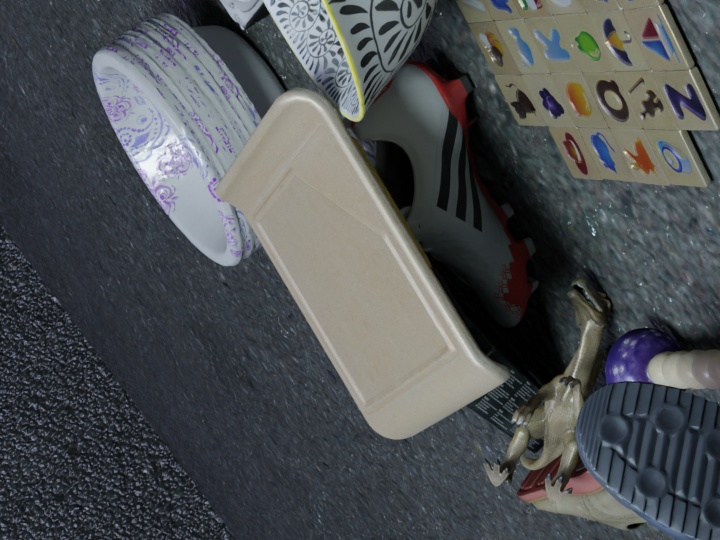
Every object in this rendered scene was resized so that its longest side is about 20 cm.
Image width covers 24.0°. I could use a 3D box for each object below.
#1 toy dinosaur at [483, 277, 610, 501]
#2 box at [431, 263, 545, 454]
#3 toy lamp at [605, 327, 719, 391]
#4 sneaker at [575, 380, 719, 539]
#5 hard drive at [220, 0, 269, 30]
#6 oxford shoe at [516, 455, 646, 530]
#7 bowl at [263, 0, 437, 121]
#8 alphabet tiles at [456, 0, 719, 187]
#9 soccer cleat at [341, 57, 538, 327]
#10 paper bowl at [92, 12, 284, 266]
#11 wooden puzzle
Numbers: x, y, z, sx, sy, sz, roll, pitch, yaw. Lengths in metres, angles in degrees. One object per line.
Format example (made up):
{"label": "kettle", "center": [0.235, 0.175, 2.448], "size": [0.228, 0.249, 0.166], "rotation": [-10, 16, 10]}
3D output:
{"label": "toy dinosaur", "center": [0.125, 0.097, 1.059], "size": [0.058, 0.101, 0.201], "rotation": [28, 140, 15]}
{"label": "box", "center": [0.045, 0.025, 1.143], "size": [0.193, 0.048, 0.200], "rotation": [46, -177, 28]}
{"label": "toy lamp", "center": [0.187, 0.050, 0.873], "size": [0.059, 0.058, 0.200], "rotation": [57, 163, -5]}
{"label": "sneaker", "center": [0.194, 0.117, 0.842], "size": [0.198, 0.071, 0.082], "rotation": [24, 168, 2]}
{"label": "hard drive", "center": [-0.110, -0.269, 1.145], "size": [0.201, 0.038, 0.140], "rotation": [58, 164, -4]}
{"label": "oxford shoe", "center": [0.159, 0.146, 1.127], "size": [0.075, 0.071, 0.200], "rotation": [41, 170, -2]}
{"label": "bowl", "center": [-0.012, -0.189, 0.889], "size": [0.202, 0.094, 0.201], "rotation": [59, 173, 11]}
{"label": "alphabet tiles", "center": [0.108, -0.117, 0.868], "size": [0.167, 0.006, 0.200], "rotation": [60, 163, -16]}
{"label": "soccer cleat", "center": [0.049, -0.036, 1.053], "size": [0.069, 0.085, 0.201], "rotation": [34, 153, 51]}
{"label": "paper bowl", "center": [-0.118, -0.113, 1.352], "size": [0.201, 0.104, 0.201], "rotation": [50, 163, 22]}
{"label": "wooden puzzle", "center": [0.000, 0.000, 1.003], "size": [0.201, 0.037, 0.185], "rotation": [55, 157, 3]}
